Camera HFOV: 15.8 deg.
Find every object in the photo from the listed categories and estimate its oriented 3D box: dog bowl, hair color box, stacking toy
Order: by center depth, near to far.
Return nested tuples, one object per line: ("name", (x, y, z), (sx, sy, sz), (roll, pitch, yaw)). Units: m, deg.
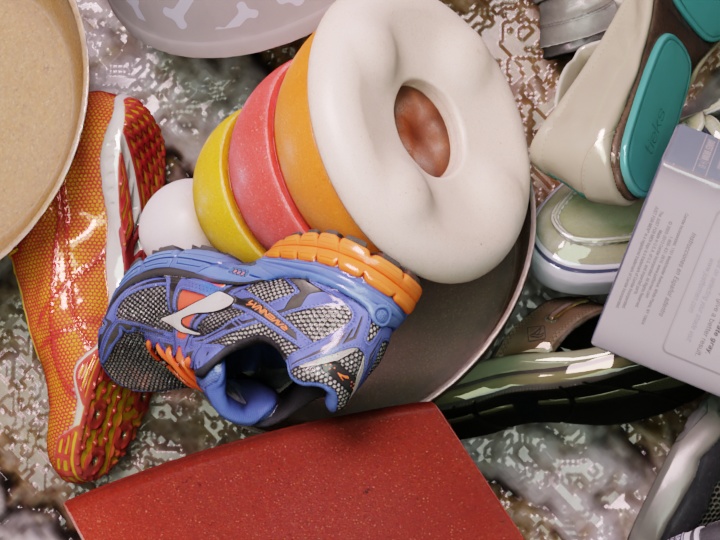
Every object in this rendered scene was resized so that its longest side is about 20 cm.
("hair color box", (0.219, 0.019, 1.198), (0.199, 0.061, 0.099), (22, 115, 6))
("stacking toy", (-0.030, -0.041, 1.258), (0.200, 0.146, 0.147), (-22, 83, 40))
("dog bowl", (-0.052, -0.199, 1.282), (0.199, 0.059, 0.201), (-15, 48, 17))

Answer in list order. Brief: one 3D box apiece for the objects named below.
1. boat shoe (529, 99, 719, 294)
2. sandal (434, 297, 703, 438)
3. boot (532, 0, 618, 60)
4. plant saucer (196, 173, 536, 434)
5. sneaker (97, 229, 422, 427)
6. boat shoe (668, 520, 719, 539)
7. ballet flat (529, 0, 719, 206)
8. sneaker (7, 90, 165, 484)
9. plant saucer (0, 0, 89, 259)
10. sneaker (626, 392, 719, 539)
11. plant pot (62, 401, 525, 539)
("boat shoe", (0.169, -0.054, 1.291), (0.200, 0.062, 0.072), (-26, 60, -15))
("sandal", (0.095, 0.043, 1.298), (0.200, 0.080, 0.058), (-8, 68, 3))
("boot", (0.083, -0.167, 1.328), (0.199, 0.068, 0.131), (-16, 90, 3))
("plant saucer", (0.000, 0.000, 1.292), (0.200, 0.032, 0.201), (-15, 55, 21))
("sneaker", (-0.062, 0.034, 1.210), (0.075, 0.200, 0.079), (38, 59, -28))
("boat shoe", (0.215, 0.180, 1.226), (0.068, 0.074, 0.199), (-25, 123, 18))
("ballet flat", (0.141, -0.118, 1.273), (0.069, 0.070, 0.200), (28, 64, 5))
("sneaker", (-0.143, 0.009, 1.331), (0.077, 0.073, 0.201), (-1, 80, 24))
("plant saucer", (-0.216, -0.081, 1.322), (0.200, 0.035, 0.201), (-6, 76, 25))
("sneaker", (0.216, 0.096, 1.255), (0.114, 0.076, 0.199), (37, 58, 19))
("plant pot", (0.000, 0.180, 1.217), (0.176, 0.200, 0.200), (-29, 61, -8))
